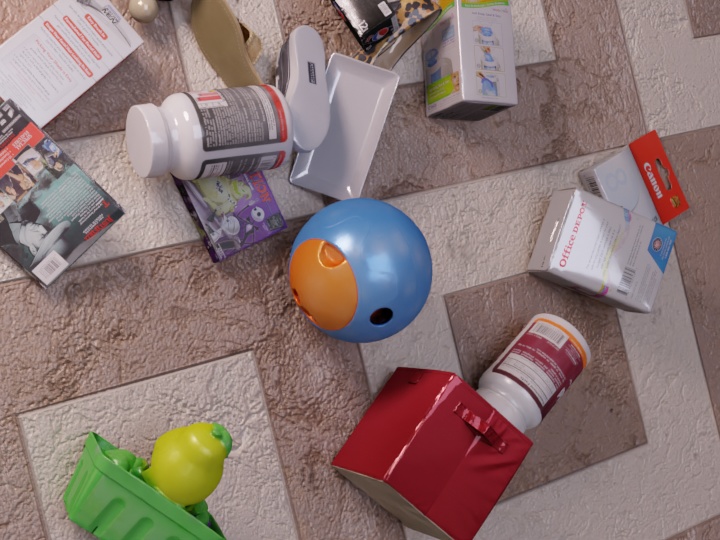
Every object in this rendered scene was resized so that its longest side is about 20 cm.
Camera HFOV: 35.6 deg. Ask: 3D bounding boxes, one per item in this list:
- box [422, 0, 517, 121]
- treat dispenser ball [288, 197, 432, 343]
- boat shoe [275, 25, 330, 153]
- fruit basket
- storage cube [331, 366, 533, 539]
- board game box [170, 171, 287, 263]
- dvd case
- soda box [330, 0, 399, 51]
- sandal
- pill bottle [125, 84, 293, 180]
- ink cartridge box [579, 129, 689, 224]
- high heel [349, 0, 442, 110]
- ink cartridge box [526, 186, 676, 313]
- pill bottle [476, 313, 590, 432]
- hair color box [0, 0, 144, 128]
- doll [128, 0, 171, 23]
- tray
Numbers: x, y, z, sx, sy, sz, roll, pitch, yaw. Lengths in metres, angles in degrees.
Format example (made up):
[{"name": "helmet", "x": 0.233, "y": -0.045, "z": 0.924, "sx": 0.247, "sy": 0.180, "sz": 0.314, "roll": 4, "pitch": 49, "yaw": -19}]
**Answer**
[{"name": "box", "x": 0.166, "y": -0.344, "z": 1.738, "sx": 0.101, "sy": 0.112, "sz": 0.200, "roll": 0, "pitch": 84, "yaw": -27}, {"name": "treat dispenser ball", "x": 0.000, "y": 0.000, "z": 1.556, "sx": 0.200, "sy": 0.201, "sz": 0.201, "roll": 4, "pitch": 83, "yaw": -28}, {"name": "boat shoe", "x": -0.092, "y": -0.250, "z": 1.596, "sx": 0.072, "sy": 0.068, "sz": 0.200, "roll": 13, "pitch": 63, "yaw": -36}, {"name": "fruit basket", "x": -0.247, "y": 0.264, "z": 1.414, "sx": 0.215, "sy": 0.155, "sz": 0.216, "roll": -2, "pitch": 97, "yaw": -20}, {"name": "storage cube", "x": 0.099, "y": 0.260, "z": 1.588, "sx": 0.171, "sy": 0.200, "sz": 0.180, "roll": 42, "pitch": 73, "yaw": -19}, {"name": "board game box", "x": -0.195, "y": -0.125, "z": 1.565, "sx": 0.120, "sy": 0.032, "sz": 0.200, "roll": -30, "pitch": 99, "yaw": -32}, {"name": "dvd case", "x": -0.417, "y": -0.094, "z": 1.406, "sx": 0.146, "sy": 0.022, "sz": 0.200, "roll": -44, "pitch": 106, "yaw": 3}, {"name": "soda box", "x": -0.025, "y": -0.421, "z": 1.624, "sx": 0.063, "sy": 0.071, "sz": 0.200, "roll": -33, "pitch": 81, "yaw": 1}, {"name": "sandal", "x": -0.168, "y": -0.306, "z": 1.588, "sx": 0.070, "sy": 0.078, "sz": 0.212, "roll": -43, "pitch": 113, "yaw": -51}, {"name": "pill bottle", "x": -0.200, "y": -0.182, "z": 1.487, "sx": 0.200, "sy": 0.116, "sz": 0.116, "roll": -10, "pitch": 89, "yaw": -29}, {"name": "ink cartridge box", "x": 0.485, "y": -0.138, "z": 1.928, "sx": 0.200, "sy": 0.047, "sz": 0.160, "roll": -30, "pitch": 98, "yaw": -26}, {"name": "high heel", "x": 0.056, "y": -0.308, "z": 1.661, "sx": 0.142, "sy": 0.071, "sz": 0.200, "roll": -7, "pitch": 80, "yaw": 14}, {"name": "ink cartridge box", "x": 0.389, "y": -0.032, "z": 1.814, "sx": 0.200, "sy": 0.085, "sz": 0.145, "roll": 22, "pitch": 85, "yaw": -17}, {"name": "pill bottle", "x": 0.255, "y": 0.171, "z": 1.728, "sx": 0.200, "sy": 0.114, "sz": 0.114, "roll": -45, "pitch": 105, "yaw": -25}, {"name": "hair color box", "x": -0.393, "y": -0.273, "z": 1.451, "sx": 0.200, "sy": 0.064, "sz": 0.111, "roll": -46, "pitch": 106, "yaw": -23}, {"name": "doll", "x": -0.258, "y": -0.424, "z": 1.536, "sx": 0.136, "sy": 0.048, "sz": 0.200, "roll": 23, "pitch": 71, "yaw": 9}, {"name": "tray", "x": -0.023, "y": -0.205, "z": 1.629, "sx": 0.107, "sy": 0.022, "sz": 0.200, "roll": 19, "pitch": 93, "yaw": 4}]
